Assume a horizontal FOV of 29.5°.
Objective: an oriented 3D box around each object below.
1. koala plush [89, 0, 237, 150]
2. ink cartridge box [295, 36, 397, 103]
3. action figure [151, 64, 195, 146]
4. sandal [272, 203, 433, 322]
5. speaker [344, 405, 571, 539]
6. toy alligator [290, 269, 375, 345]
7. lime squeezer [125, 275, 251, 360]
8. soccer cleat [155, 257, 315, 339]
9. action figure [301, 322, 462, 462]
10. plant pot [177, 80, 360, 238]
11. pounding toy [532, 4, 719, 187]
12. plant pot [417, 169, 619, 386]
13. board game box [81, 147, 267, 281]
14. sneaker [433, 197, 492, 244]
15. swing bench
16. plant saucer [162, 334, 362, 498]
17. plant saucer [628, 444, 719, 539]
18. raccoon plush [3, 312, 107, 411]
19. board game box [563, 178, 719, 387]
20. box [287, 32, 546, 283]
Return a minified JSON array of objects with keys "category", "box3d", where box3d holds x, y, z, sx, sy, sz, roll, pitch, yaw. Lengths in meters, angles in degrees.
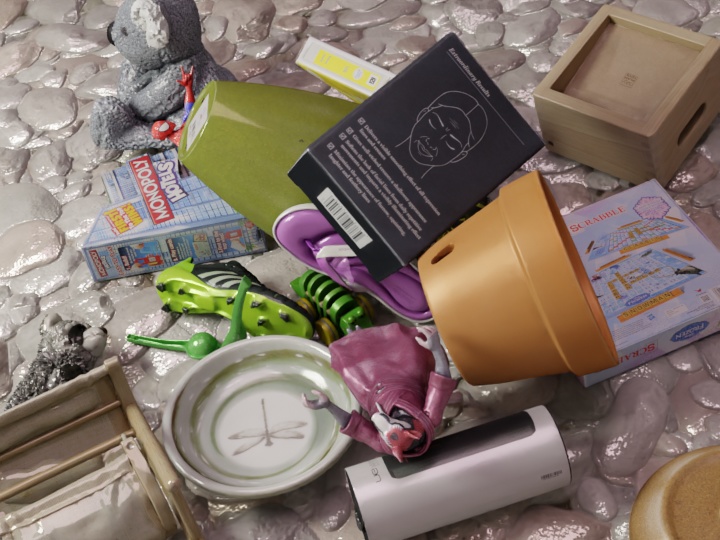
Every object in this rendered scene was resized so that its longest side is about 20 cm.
[{"category":"koala plush","box3d":[-0.238,-0.269,1.678,0.184,0.200,0.177,1,31,8]},{"category":"ink cartridge box","box3d":[0.054,-0.188,1.577,0.200,0.198,0.047,33,93,34]},{"category":"action figure","box3d":[-0.145,-0.185,1.612,0.200,0.099,0.065,-3,27,-14]},{"category":"sandal","box3d":[0.003,-0.006,1.420,0.203,0.082,0.050,27,29,-11]},{"category":"speaker","box3d":[0.088,0.192,1.268,0.200,0.081,0.081,-17,45,-5]},{"category":"toy alligator","box3d":[-0.014,0.049,1.444,0.059,0.054,0.200,-33,49,-20]},{"category":"lime squeezer","box3d":[-0.166,0.068,1.443,0.200,0.071,0.038,-24,42,40]},{"category":"soccer cleat","box3d":[-0.129,0.026,1.485,0.200,0.068,0.081,16,39,25]},{"category":"action figure","box3d":[0.029,0.128,1.267,0.134,0.149,0.200,-21,27,5]},{"category":"plant pot","box3d":[-0.087,-0.121,1.474,0.200,0.187,0.187,22,41,-22]},{"category":"pounding toy","box3d":[0.339,-0.198,1.585,0.184,0.142,0.200,26,66,32]},{"category":"plant pot","box3d":[0.144,0.023,1.303,0.140,0.200,0.200,-23,44,10]},{"category":"board game box","box3d":[-0.236,-0.072,1.600,0.200,0.062,0.200,-20,46,-10]},{"category":"sneaker","box3d":[0.113,-0.036,1.459,0.085,0.074,0.200,-46,39,19]},{"category":"swing bench","box3d":[-0.274,0.216,1.283,0.199,0.130,0.200,-25,41,-13]},{"category":"plant saucer","box3d":[-0.095,0.153,1.361,0.200,0.050,0.200,-5,46,5]},{"category":"plant saucer","box3d":[0.340,0.226,1.218,0.200,0.035,0.200,-6,45,6]},{"category":"raccoon plush","box3d":[-0.346,0.123,1.414,0.200,0.097,0.134,-24,39,-12]},{"category":"board game box","box3d":[0.274,0.009,1.439,0.200,0.041,0.200,-21,46,-9]},{"category":"box","box3d":[0.054,-0.111,1.365,0.200,0.107,0.148,-40,92,-16]}]
